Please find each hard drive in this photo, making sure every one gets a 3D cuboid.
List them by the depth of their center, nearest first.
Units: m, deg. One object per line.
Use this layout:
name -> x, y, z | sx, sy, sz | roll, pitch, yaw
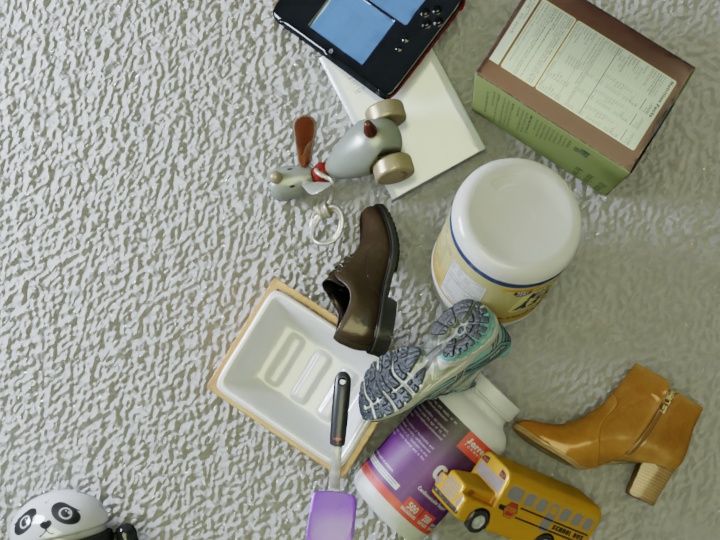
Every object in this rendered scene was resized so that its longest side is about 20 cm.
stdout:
hard drive -> 0.051, -0.206, 1.385 | 0.131, 0.026, 0.201 | -28, 85, 3

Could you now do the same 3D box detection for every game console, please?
game console -> 0.013, -0.331, 1.374 | 0.199, 0.031, 0.177 | 38, 86, 17

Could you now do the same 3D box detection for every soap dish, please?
soap dish -> -0.060, 0.128, 1.347 | 0.199, 0.081, 0.158 | 32, 89, 6

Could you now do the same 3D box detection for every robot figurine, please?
robot figurine -> -0.350, 0.365, 1.334 | 0.124, 0.149, 0.202 | -15, 84, 43

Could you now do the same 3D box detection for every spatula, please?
spatula -> -0.027, 0.218, 1.289 | 0.056, 0.021, 0.203 | 5, 88, 6

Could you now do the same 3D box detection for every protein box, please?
protein box -> 0.247, -0.207, 1.281 | 0.199, 0.199, 0.136 | 34, 90, 6

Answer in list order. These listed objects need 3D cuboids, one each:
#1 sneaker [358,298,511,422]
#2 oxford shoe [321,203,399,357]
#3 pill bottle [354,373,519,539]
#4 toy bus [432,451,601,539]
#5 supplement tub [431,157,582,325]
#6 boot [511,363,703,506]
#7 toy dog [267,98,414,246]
sneaker -> 0.086, 0.120, 1.257 | 0.199, 0.086, 0.078 | -35, 45, 22
oxford shoe -> 0.000, 0.000, 1.319 | 0.083, 0.073, 0.202 | 13, 55, -11
pill bottle -> 0.093, 0.212, 1.313 | 0.112, 0.112, 0.200 | 43, 91, 6
toy bus -> 0.179, 0.267, 1.272 | 0.199, 0.065, 0.079 | 27, 98, -32
supplement tub -> 0.158, -0.022, 1.264 | 0.143, 0.200, 0.146 | 2, 68, -5
boot -> 0.294, 0.174, 1.327 | 0.200, 0.071, 0.145 | 25, 83, 3
toy dog -> -0.029, -0.135, 1.329 | 0.200, 0.096, 0.132 | -39, 65, 12
